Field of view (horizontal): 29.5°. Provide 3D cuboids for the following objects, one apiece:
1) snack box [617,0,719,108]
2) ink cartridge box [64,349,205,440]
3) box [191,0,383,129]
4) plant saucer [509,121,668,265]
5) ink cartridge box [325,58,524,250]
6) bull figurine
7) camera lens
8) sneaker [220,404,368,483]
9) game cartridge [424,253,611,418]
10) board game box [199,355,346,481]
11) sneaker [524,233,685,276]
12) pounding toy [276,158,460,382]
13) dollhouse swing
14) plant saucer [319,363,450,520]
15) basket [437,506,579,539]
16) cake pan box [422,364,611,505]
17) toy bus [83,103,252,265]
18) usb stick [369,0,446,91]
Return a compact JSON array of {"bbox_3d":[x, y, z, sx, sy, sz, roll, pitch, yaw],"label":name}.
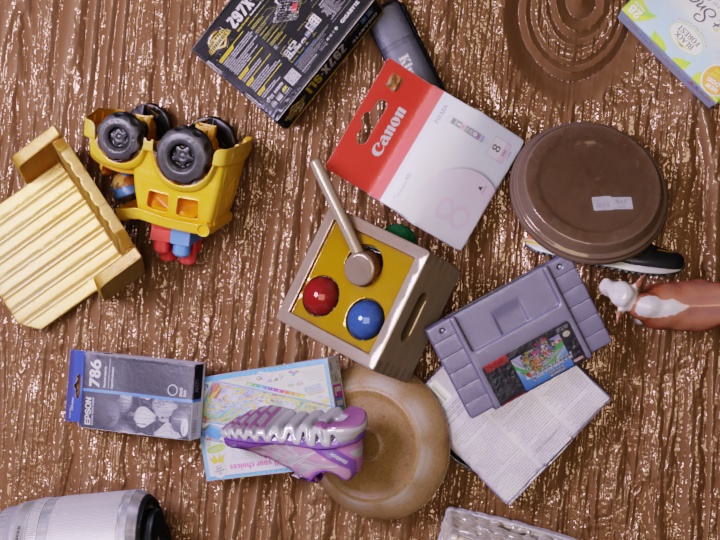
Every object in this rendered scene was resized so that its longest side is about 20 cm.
[{"bbox_3d":[0.447,-0.329,1.687,0.169,0.068,0.200,45,96,4],"label":"snack box"},{"bbox_3d":[-0.299,0.159,1.764,0.199,0.039,0.100,3,91,19],"label":"ink cartridge box"},{"bbox_3d":[-0.093,-0.306,1.744,0.160,0.049,0.200,40,94,19],"label":"box"},{"bbox_3d":[0.283,-0.101,1.680,0.199,0.030,0.201,2,64,-4],"label":"plant saucer"},{"bbox_3d":[0.082,-0.142,1.697,0.199,0.057,0.163,29,93,-26],"label":"ink cartridge box"},{"bbox_3d":[0.387,0.041,1.663,0.199,0.121,0.066,4,89,6],"label":"bull figurine"},{"bbox_3d":[-0.346,0.362,1.725,0.199,0.160,0.161,-6,89,7],"label":"camera lens"},{"bbox_3d":[-0.079,0.216,1.665,0.199,0.080,0.089,-1,110,27],"label":"sneaker"},{"bbox_3d":[0.193,0.080,1.666,0.199,0.038,0.130,-29,93,-3],"label":"game cartridge"},{"bbox_3d":[-0.113,0.189,1.734,0.199,0.034,0.135,-10,88,24],"label":"board game box"},{"bbox_3d":[0.308,-0.048,1.698,0.199,0.070,0.091,11,94,8],"label":"sneaker"},{"bbox_3d":[0.000,0.000,1.677,0.184,0.142,0.201,26,90,30],"label":"pounding toy"},{"bbox_3d":[-0.401,-0.040,1.739,0.175,0.182,0.200,-33,86,-11],"label":"dollhouse swing"},{"bbox_3d":[0.014,0.217,1.718,0.199,0.035,0.201,1,93,24],"label":"plant saucer"},{"bbox_3d":[0.172,0.417,1.667,0.197,0.161,0.201,14,93,6],"label":"basket"},{"bbox_3d":[0.183,0.165,1.722,0.184,0.052,0.200,43,94,7],"label":"cake pan box"},{"bbox_3d":[-0.253,-0.106,1.745,0.199,0.136,0.193,14,107,9],"label":"toy bus"},{"bbox_3d":[0.069,-0.249,1.747,0.055,0.033,0.201,-26,87,5],"label":"usb stick"}]
